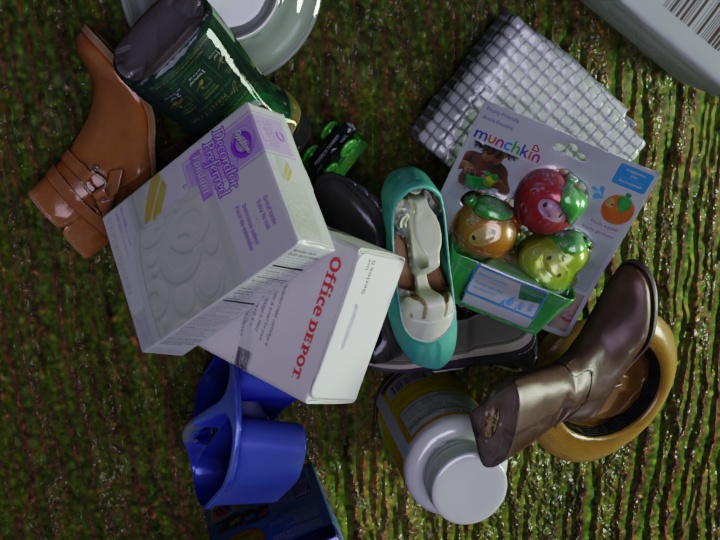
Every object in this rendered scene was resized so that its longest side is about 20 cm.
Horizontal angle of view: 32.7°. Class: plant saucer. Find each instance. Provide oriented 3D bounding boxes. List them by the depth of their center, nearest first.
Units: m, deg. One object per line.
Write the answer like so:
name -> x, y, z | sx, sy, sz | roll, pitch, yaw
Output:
plant saucer -> -0.129, -0.272, 1.161 | 0.198, 0.050, 0.202 | -4, 109, -11

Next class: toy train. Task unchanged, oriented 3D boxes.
toy train -> -0.066, -0.067, 1.238 | 0.042, 0.056, 0.200 | 43, 101, 18

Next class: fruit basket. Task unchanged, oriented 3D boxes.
fruit basket -> 0.161, -0.041, 1.177 | 0.184, 0.094, 0.201 | 22, 125, -7

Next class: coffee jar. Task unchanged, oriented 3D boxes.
coffee jar -> -0.132, -0.161, 1.141 | 0.104, 0.085, 0.200 | -45, 139, -1

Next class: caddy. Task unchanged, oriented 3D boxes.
caddy -> -0.127, 0.160, 1.231 | 0.104, 0.200, 0.143 | 3, 64, -20

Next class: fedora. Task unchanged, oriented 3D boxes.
fedora -> 0.252, 0.113, 1.342 | 0.199, 0.082, 0.202 | -13, 120, -23

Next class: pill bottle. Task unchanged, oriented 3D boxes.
pill bottle -> 0.086, 0.180, 1.274 | 0.108, 0.200, 0.110 | -4, 109, -11

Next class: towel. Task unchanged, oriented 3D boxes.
towel -> 0.171, -0.141, 1.254 | 0.199, 0.086, 0.166 | 38, 95, -19

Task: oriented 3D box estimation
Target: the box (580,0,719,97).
box -> 0.339, -0.301, 1.189 | 0.198, 0.171, 0.201 | 32, 98, -20

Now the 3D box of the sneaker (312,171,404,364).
sneaker -> 0.000, 0.000, 1.190 | 0.090, 0.076, 0.201 | -33, 101, -22

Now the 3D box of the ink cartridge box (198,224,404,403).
ink cartridge box -> -0.076, 0.020, 1.140 | 0.084, 0.199, 0.147 | 10, 102, -56

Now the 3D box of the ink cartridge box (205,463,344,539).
ink cartridge box -> -0.082, 0.298, 1.276 | 0.135, 0.200, 0.077 | -24, 111, -4

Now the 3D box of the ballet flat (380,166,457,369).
ballet flat -> 0.056, 0.005, 1.143 | 0.067, 0.070, 0.202 | -11, 103, -8

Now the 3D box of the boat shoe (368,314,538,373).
boat shoe -> 0.091, 0.089, 1.290 | 0.198, 0.073, 0.063 | -8, 131, 22

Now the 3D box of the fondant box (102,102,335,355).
fondant box -> -0.132, -0.034, 1.098 | 0.199, 0.145, 0.058 | -33, 156, 27

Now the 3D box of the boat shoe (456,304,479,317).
boat shoe -> 0.108, 0.003, 1.301 | 0.056, 0.069, 0.201 | -21, 119, 30

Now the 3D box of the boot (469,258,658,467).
boot -> 0.193, 0.089, 1.174 | 0.199, 0.064, 0.188 | -12, 123, -42

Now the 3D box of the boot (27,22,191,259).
boot -> -0.256, -0.118, 1.173 | 0.154, 0.074, 0.201 | -31, 109, 3
